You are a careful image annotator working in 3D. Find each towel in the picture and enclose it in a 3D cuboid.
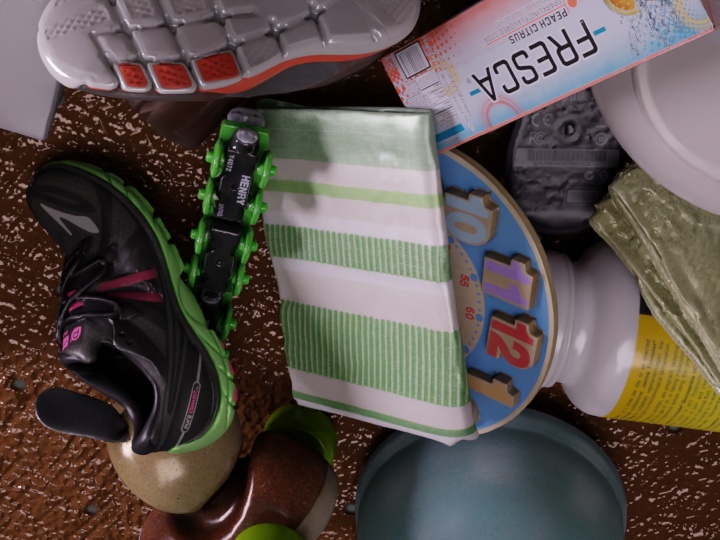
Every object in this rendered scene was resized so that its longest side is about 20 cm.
[{"bbox_3d":[0.247,-0.038,0.780,0.199,0.036,0.149,-35,91,-3],"label":"towel"},{"bbox_3d":[0.000,0.000,0.789,0.151,0.023,0.203,10,117,43],"label":"towel"}]

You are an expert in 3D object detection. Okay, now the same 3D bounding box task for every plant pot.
[{"bbox_3d":[0.088,0.212,0.913,0.197,0.135,0.202,3,123,5],"label":"plant pot"}]

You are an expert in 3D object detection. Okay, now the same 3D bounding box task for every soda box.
[{"bbox_3d":[0.103,-0.125,0.674,0.199,0.068,0.064,-19,104,50],"label":"soda box"}]

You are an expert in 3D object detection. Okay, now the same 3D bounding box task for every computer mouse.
[{"bbox_3d":[0.150,-0.122,0.779,0.138,0.046,0.202,-5,117,-1],"label":"computer mouse"}]

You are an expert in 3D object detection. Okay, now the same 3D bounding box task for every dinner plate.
[{"bbox_3d":[0.207,-0.103,0.680,0.198,0.024,0.202,17,131,20],"label":"dinner plate"}]

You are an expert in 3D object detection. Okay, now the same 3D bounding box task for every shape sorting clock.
[{"bbox_3d":[0.030,0.012,0.811,0.198,0.039,0.202,16,121,27],"label":"shape sorting clock"}]

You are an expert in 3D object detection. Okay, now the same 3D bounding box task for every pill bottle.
[{"bbox_3d":[0.195,0.041,0.844,0.197,0.113,0.114,8,124,-7],"label":"pill bottle"}]

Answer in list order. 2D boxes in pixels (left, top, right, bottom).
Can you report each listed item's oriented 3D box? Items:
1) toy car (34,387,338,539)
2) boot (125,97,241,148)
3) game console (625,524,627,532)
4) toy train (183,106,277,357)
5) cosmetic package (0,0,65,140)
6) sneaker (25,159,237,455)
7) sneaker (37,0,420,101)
[{"bbox_3d":[-0.128,0.129,0.874,0.157,0.165,0.200,-40,107,22],"label":"toy car"},{"bbox_3d":[-0.096,-0.174,0.726,0.199,0.065,0.186,-34,120,24],"label":"boot"},{"bbox_3d":[0.106,0.239,1.023,0.174,0.031,0.202,3,123,-4],"label":"game console"},{"bbox_3d":[-0.085,-0.016,0.818,0.041,0.057,0.201,12,133,-8],"label":"toy train"},{"bbox_3d":[-0.172,-0.184,0.689,0.089,0.107,0.201,18,120,-14],"label":"cosmetic package"},{"bbox_3d":[-0.148,0.020,0.794,0.201,0.083,0.077,57,142,12],"label":"sneaker"},{"bbox_3d":[-0.067,-0.112,0.690,0.197,0.078,0.082,-8,161,-17],"label":"sneaker"}]
